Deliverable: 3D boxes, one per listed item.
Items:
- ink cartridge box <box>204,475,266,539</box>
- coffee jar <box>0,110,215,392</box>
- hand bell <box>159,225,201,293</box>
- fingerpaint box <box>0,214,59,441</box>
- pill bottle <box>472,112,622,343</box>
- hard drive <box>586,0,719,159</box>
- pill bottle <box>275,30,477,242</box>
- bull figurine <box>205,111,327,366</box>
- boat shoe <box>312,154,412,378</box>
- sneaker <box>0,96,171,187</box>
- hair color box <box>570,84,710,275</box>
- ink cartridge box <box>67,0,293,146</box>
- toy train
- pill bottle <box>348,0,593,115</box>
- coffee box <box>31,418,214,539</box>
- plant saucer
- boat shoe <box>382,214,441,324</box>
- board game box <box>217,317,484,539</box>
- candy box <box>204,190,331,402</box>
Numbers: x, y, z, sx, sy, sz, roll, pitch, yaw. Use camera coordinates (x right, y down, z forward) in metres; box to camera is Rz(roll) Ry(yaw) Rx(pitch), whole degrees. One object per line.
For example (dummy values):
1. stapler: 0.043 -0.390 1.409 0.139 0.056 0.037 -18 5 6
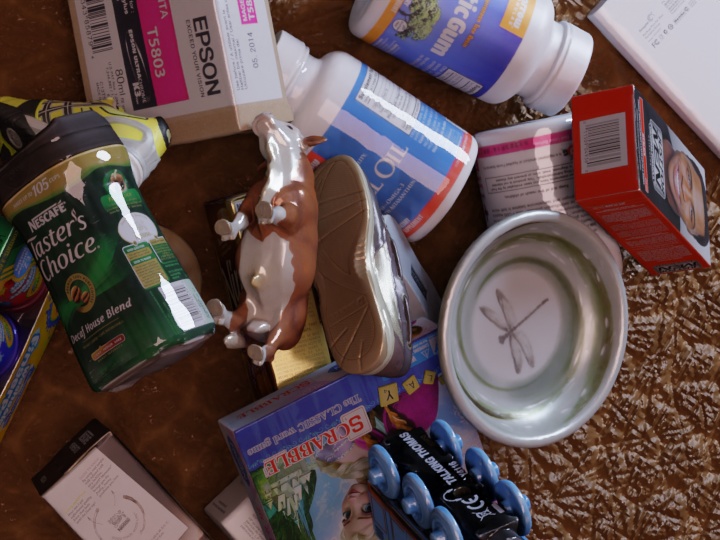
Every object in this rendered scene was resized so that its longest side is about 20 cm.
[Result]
1. ink cartridge box: -0.012 0.199 1.606 0.200 0.084 0.146 -42 102 -11
2. coffee jar: -0.197 -0.016 1.375 0.085 0.104 0.200 -19 78 -52
3. hand bell: -0.166 0.013 1.503 0.104 0.200 0.104 0 91 -15
4. fingerpaint box: -0.318 0.054 1.478 0.073 0.167 0.200 24 85 14
5. pill bottle: 0.171 -0.035 1.631 0.113 0.113 0.200 -13 94 -13
6. hard drive: 0.325 -0.213 1.709 0.200 0.026 0.132 45 81 -12
7. pill bottle: -0.008 -0.120 1.585 0.200 0.112 0.112 32 84 -12
8. bull figurine: -0.072 -0.022 1.447 0.065 0.121 0.200 6 106 21
9. boat shoe: 0.000 0.000 1.498 0.072 0.065 0.200 -28 57 24
10. sneaker: -0.235 -0.107 1.504 0.076 0.200 0.075 -41 134 -32
11. hair color box: 0.248 -0.076 1.602 0.061 0.200 0.102 -10 68 25
12. ink cartridge box: -0.157 -0.203 1.516 0.075 0.165 0.200 -16 96 -53
13. toy train: 0.074 0.199 1.434 0.087 0.200 0.114 -20 120 -20
14. pill bottle: 0.100 -0.216 1.609 0.200 0.112 0.112 25 86 -13
15. coffee box: -0.181 0.227 1.551 0.080 0.113 0.200 -43 101 -9
16. plant saucer: 0.137 0.047 1.538 0.200 0.050 0.200 -4 98 -33
17. boat shoe: 0.021 0.041 1.606 0.086 0.075 0.202 -15 132 17
18. board game box: 0.007 0.171 1.527 0.200 0.041 0.200 -27 110 -16
19. candy box: -0.077 0.030 1.570 0.056 0.117 0.200 -14 94 -15
